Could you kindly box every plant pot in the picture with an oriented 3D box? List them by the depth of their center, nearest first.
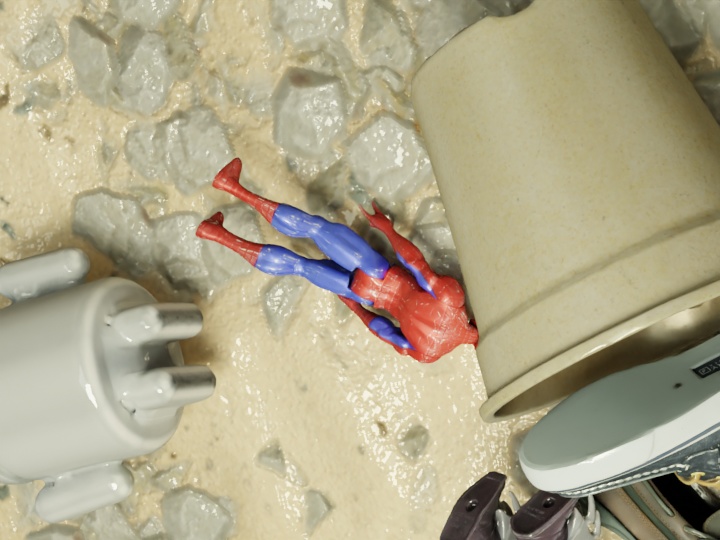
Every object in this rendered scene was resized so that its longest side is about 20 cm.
[{"bbox_3d":[0.119,-0.044,0.944,0.200,0.200,0.185,-30,77,26],"label":"plant pot"}]

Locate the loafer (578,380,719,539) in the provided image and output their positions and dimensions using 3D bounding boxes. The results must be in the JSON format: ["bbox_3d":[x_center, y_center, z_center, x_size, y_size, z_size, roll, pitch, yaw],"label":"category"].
[{"bbox_3d":[0.186,0.141,1.006,0.199,0.072,0.063,37,107,15],"label":"loafer"}]

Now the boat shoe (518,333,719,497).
[{"bbox_3d":[0.187,0.092,0.948,0.199,0.071,0.091,-24,115,-3],"label":"boat shoe"}]

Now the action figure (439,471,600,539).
[{"bbox_3d":[0.126,0.201,1.016,0.129,0.069,0.201,6,136,45],"label":"action figure"}]

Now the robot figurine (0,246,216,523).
[{"bbox_3d":[-0.191,0.073,1.133,0.198,0.113,0.171,-14,80,26],"label":"robot figurine"}]

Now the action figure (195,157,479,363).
[{"bbox_3d":[0.000,0.000,1.070,0.199,0.052,0.066,30,117,11],"label":"action figure"}]
